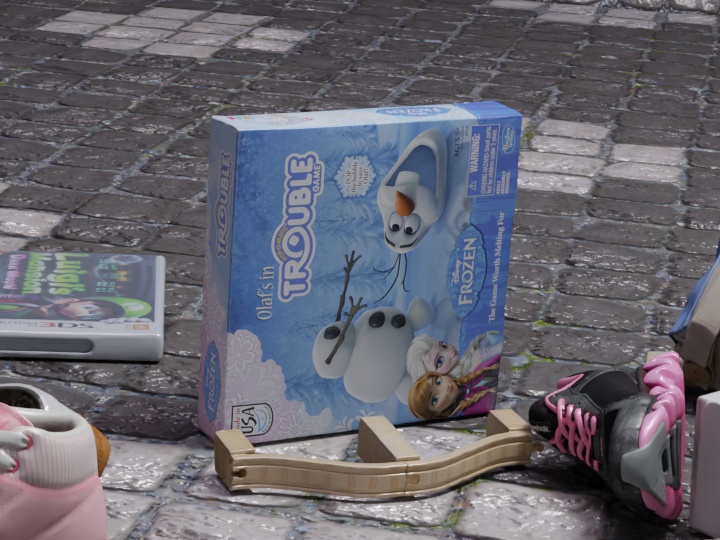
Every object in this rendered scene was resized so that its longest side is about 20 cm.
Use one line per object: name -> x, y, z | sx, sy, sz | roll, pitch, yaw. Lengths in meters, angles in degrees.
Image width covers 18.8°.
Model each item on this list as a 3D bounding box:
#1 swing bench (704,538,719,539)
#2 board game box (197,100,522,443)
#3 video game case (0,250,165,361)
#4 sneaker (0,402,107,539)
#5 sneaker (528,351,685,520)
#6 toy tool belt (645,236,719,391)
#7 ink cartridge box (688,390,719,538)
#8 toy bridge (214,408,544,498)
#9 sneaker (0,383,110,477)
swing bench -> 0.149, 0.173, 0.858 | 0.198, 0.130, 0.200 | -8, 18, -3
board game box -> 0.000, 0.000, 1.349 | 0.198, 0.201, 0.043 | -5, 19, -27
video game case -> -0.231, 0.022, 1.552 | 0.181, 0.023, 0.200 | 2, 16, -5
sneaker -> -0.210, 0.120, 1.067 | 0.200, 0.105, 0.075 | -13, 24, -42
sneaker -> 0.146, 0.097, 1.286 | 0.095, 0.079, 0.200 | 2, 8, 8
toy tool belt -> 0.276, 0.002, 1.475 | 0.123, 0.125, 0.200 | 7, 57, 47
ink cartridge box -> 0.304, 0.111, 1.234 | 0.200, 0.085, 0.146 | -11, 21, -39
toy bridge -> 0.018, 0.110, 1.282 | 0.199, 0.027, 0.067 | -3, 19, -21
sneaker -> -0.229, 0.098, 1.243 | 0.200, 0.073, 0.085 | 8, -15, 36
